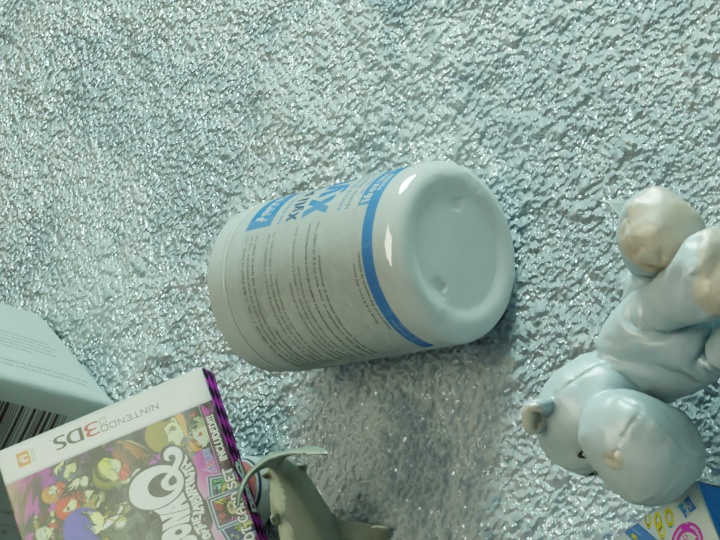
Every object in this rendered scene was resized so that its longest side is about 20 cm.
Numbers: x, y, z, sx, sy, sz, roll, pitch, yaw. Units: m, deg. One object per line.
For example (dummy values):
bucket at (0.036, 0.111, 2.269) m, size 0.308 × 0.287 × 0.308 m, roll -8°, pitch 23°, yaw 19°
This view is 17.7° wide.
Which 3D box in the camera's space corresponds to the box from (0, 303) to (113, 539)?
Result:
box at (-0.358, 0.134, 1.949) m, size 0.171 × 0.199 × 0.201 m, roll 43°, pitch 109°, yaw 46°

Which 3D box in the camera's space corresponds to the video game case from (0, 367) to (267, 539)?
video game case at (-0.166, 0.198, 1.744) m, size 0.181 × 0.036 × 0.201 m, roll -22°, pitch 73°, yaw 10°

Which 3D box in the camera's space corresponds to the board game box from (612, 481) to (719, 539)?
board game box at (0.186, 0.267, 1.426) m, size 0.196 × 0.056 × 0.201 m, roll -41°, pitch 51°, yaw 31°

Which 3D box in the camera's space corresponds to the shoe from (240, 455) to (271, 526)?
shoe at (-0.159, 0.191, 1.797) m, size 0.200 × 0.091 × 0.072 m, roll -27°, pitch 58°, yaw 39°

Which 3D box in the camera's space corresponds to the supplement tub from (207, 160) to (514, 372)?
supplement tub at (0.000, 0.000, 1.660) m, size 0.199 × 0.132 × 0.133 m, roll -11°, pitch 69°, yaw 44°

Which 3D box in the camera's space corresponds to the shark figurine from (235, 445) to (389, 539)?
shark figurine at (-0.026, 0.182, 1.653) m, size 0.089 × 0.215 × 0.128 m, roll -5°, pitch 34°, yaw 8°

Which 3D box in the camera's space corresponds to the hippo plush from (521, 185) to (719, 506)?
hippo plush at (0.167, 0.050, 1.412) m, size 0.161 × 0.159 × 0.200 m, roll -48°, pitch 45°, yaw -7°
